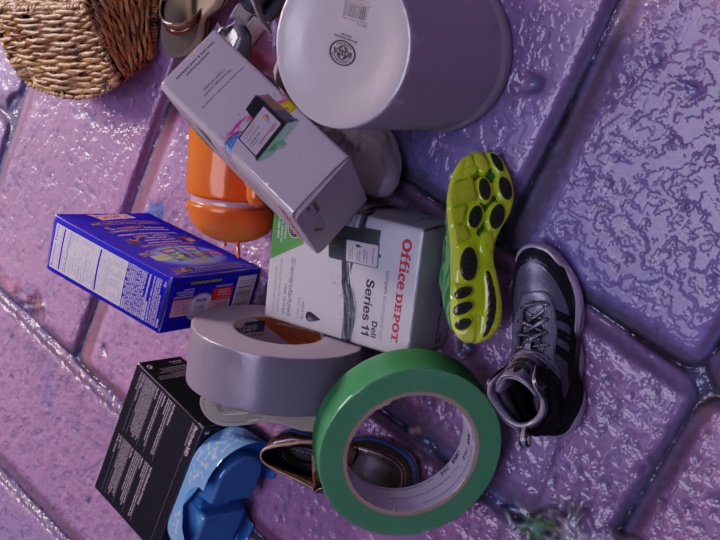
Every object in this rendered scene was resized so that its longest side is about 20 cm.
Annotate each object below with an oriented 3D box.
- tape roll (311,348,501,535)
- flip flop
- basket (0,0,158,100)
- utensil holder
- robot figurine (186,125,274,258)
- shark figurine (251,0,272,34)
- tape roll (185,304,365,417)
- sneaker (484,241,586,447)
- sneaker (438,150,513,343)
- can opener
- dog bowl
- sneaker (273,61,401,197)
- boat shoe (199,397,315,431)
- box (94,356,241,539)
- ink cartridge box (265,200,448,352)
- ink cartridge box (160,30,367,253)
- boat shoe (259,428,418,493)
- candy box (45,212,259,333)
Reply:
[{"bbox_3d":[0.049,0.183,1.214,0.048,0.198,0.203,-116,42,-64],"label":"tape roll"},{"bbox_3d":[-0.205,-0.313,1.352,0.200,0.057,0.082,-24,83,62],"label":"flip flop"},{"bbox_3d":[-0.349,-0.314,1.475,0.198,0.149,0.144,6,134,33],"label":"basket"},{"bbox_3d":[0.034,-0.221,1.150,0.168,0.199,0.172,6,101,33],"label":"utensil holder"},{"bbox_3d":[-0.145,-0.121,1.337,0.142,0.116,0.203,9,101,26],"label":"robot figurine"},{"bbox_3d":[-0.105,-0.352,1.254,0.089,0.129,0.216,-27,41,9],"label":"shark figurine"},{"bbox_3d":[-0.093,0.097,1.281,0.198,0.199,0.067,16,106,31],"label":"tape roll"},{"bbox_3d":[0.174,0.076,1.151,0.075,0.113,0.203,-4,95,33],"label":"sneaker"},{"bbox_3d":[0.111,-0.026,1.197,0.083,0.073,0.203,163,114,-74],"label":"sneaker"},{"bbox_3d":[-0.106,-0.299,1.315,0.200,0.053,0.067,-45,53,30],"label":"can opener"},{"bbox_3d":[-0.175,0.280,1.422,0.050,0.111,0.202,41,118,37],"label":"dog bowl"},{"bbox_3d":[-0.035,-0.158,1.265,0.078,0.099,0.201,-46,72,29],"label":"sneaker"},{"bbox_3d":[-0.090,0.145,1.365,0.197,0.068,0.073,1,119,17],"label":"boat shoe"},{"bbox_3d":[-0.247,0.235,1.472,0.141,0.078,0.202,39,117,33],"label":"box"},{"bbox_3d":[0.000,0.000,1.275,0.198,0.083,0.149,14,105,31],"label":"ink cartridge box"},{"bbox_3d":[-0.094,-0.128,1.177,0.084,0.145,0.200,-45,75,-4],"label":"ink cartridge box"},{"bbox_3d":[-0.029,0.231,1.334,0.198,0.072,0.073,2,97,32],"label":"boat shoe"},{"bbox_3d":[-0.251,-0.003,1.391,0.199,0.168,0.078,26,107,28],"label":"candy box"}]
